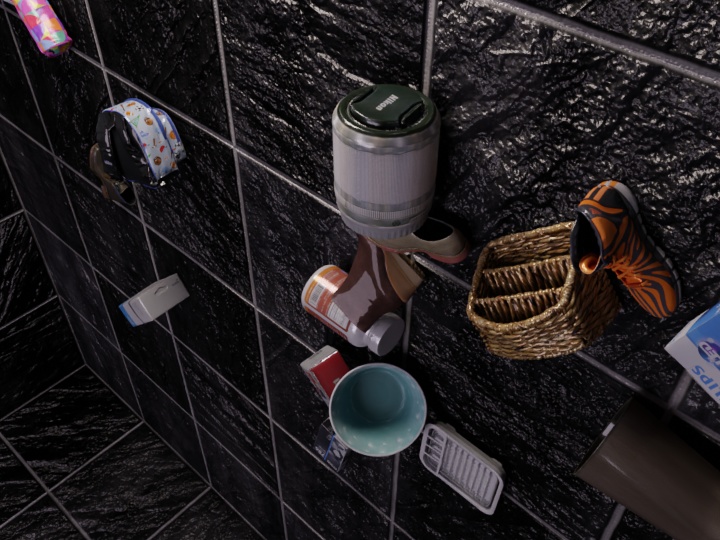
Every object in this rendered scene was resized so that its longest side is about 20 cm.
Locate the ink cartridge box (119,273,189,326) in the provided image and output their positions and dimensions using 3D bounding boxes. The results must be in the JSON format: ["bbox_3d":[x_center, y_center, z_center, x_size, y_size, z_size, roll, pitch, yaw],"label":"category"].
[{"bbox_3d":[-0.629,0.092,2.223,0.200,0.145,0.084,-16,108,56],"label":"ink cartridge box"}]

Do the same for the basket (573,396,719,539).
[{"bbox_3d":[0.444,0.308,1.080,0.200,0.136,0.180,36,148,19],"label":"basket"}]

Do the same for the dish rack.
[{"bbox_3d":[0.219,0.409,1.538,0.200,0.044,0.172,35,142,27],"label":"dish rack"}]

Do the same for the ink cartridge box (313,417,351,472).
[{"bbox_3d":[-0.076,0.484,1.989,0.099,0.039,0.200,40,146,18],"label":"ink cartridge box"}]

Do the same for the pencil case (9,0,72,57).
[{"bbox_3d":[-0.810,-0.637,1.827,0.200,0.088,0.088,57,147,-8],"label":"pencil case"}]

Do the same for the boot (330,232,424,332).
[{"bbox_3d":[0.000,0.000,1.338,0.166,0.072,0.200,-41,94,20],"label":"boot"}]

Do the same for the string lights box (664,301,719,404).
[{"bbox_3d":[0.377,0.051,0.636,0.103,0.059,0.200,49,146,12],"label":"string lights box"}]

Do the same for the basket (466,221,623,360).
[{"bbox_3d":[0.245,0.034,1.060,0.200,0.143,0.149,-10,113,54],"label":"basket"}]

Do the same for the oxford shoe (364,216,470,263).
[{"bbox_3d":[0.084,-0.070,1.211,0.200,0.071,0.075,11,155,30],"label":"oxford shoe"}]

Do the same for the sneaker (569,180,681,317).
[{"bbox_3d":[0.331,-0.007,0.940,0.200,0.112,0.078,57,148,-6],"label":"sneaker"}]

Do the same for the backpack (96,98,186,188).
[{"bbox_3d":[-0.512,-0.303,1.700,0.200,0.154,0.191,13,137,35],"label":"backpack"}]

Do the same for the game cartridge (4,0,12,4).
[{"bbox_3d":[-0.959,-0.785,1.922,0.200,0.042,0.133,29,145,33],"label":"game cartridge"}]

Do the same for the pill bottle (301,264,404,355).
[{"bbox_3d":[-0.013,0.082,1.461,0.200,0.112,0.112,34,143,27],"label":"pill bottle"}]

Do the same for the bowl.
[{"bbox_3d":[0.036,0.278,1.540,0.201,0.201,0.105,58,-175,-8],"label":"bowl"}]

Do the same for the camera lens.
[{"bbox_3d":[0.038,-0.169,1.115,0.160,0.160,0.200,32,142,30],"label":"camera lens"}]

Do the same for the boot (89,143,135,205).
[{"bbox_3d":[-0.689,-0.266,2.046,0.097,0.075,0.200,25,147,19],"label":"boot"}]

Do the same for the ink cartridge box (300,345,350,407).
[{"bbox_3d":[-0.039,0.281,1.657,0.200,0.084,0.176,57,169,-6],"label":"ink cartridge box"}]
